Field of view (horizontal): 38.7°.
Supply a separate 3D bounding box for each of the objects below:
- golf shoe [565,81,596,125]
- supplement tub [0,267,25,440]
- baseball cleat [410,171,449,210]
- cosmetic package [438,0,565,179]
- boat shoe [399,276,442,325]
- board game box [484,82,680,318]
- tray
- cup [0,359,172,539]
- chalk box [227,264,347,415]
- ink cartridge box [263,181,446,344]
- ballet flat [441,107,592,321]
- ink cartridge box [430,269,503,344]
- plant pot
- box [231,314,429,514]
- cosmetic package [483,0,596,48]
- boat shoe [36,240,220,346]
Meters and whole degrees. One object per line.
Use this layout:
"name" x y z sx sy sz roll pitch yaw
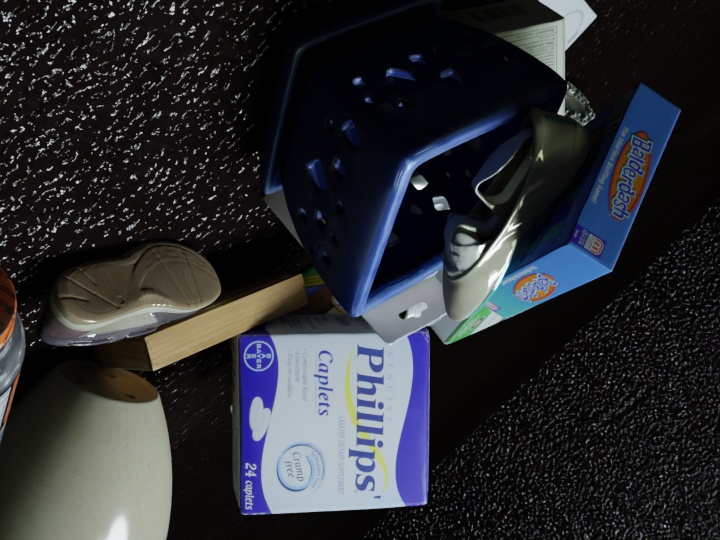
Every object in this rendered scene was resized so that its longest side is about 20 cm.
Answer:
"golf shoe" 0.226 -0.188 1.316 0.199 0.079 0.097 -12 163 -45
"supplement tub" -0.312 0.081 0.739 0.122 0.123 0.201 -23 153 -43
"baseball cleat" 0.111 -0.094 1.121 0.197 0.070 0.107 -7 136 -17
"cosmetic package" 0.136 -0.151 0.993 0.102 0.087 0.202 -13 122 -12
"boat shoe" 0.000 0.000 1.073 0.065 0.200 0.073 -5 126 -47
"board game box" 0.174 -0.051 0.864 0.153 0.045 0.200 -62 -172 -18
"tray" -0.157 0.047 1.021 0.098 0.038 0.199 -2 -166 45
"cup" -0.262 0.170 0.977 0.200 0.199 0.145 3 108 -64
"chalk box" -0.082 0.104 1.240 0.199 0.124 0.125 -35 161 -16
"ink cartridge box" 0.013 -0.038 0.993 0.116 0.200 0.068 -25 155 -39
"ballet flat" 0.106 -0.046 0.831 0.069 0.069 0.201 -11 140 -56
"ink cartridge box" 0.169 -0.011 1.182 0.199 0.083 0.147 -16 151 -49
"plant pot" 0.028 -0.115 0.881 0.199 0.180 0.201 -28 154 -33
"box" -0.033 0.144 1.069 0.197 0.187 0.105 -1 -174 -11
"cosmetic package" 0.148 -0.227 1.083 0.200 0.052 0.150 -47 158 17
"boat shoe" -0.205 0.024 0.915 0.065 0.072 0.199 -36 171 30
